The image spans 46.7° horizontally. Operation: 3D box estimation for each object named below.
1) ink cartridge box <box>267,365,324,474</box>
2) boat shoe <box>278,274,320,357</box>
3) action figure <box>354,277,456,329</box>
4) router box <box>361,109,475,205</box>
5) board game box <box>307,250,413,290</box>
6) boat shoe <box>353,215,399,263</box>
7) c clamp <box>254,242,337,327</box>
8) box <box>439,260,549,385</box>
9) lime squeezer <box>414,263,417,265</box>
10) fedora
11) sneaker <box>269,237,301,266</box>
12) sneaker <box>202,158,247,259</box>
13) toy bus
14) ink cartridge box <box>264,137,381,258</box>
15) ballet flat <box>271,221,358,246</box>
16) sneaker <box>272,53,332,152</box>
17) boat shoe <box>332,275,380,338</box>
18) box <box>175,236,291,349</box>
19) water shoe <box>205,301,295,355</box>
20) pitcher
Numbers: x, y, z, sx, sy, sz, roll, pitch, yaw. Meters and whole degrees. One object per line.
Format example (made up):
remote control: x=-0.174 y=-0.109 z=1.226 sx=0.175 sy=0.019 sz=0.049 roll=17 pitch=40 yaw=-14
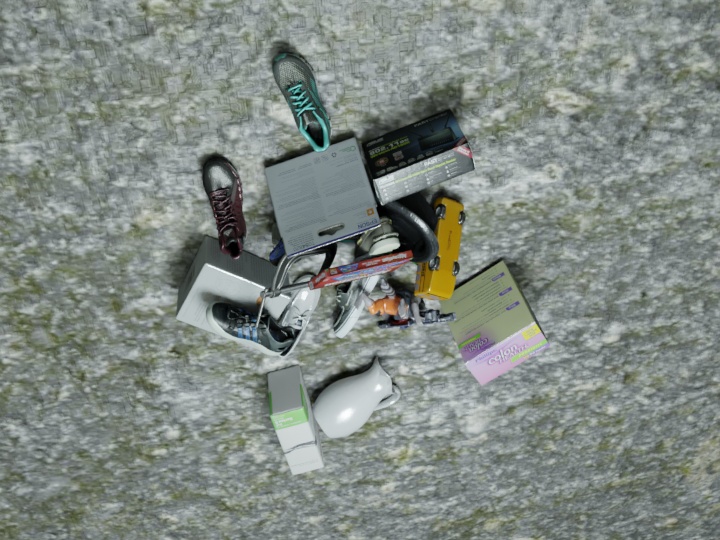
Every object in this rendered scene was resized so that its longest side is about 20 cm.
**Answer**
ink cartridge box: x=-0.151 y=0.350 z=1.946 sx=0.082 sy=0.147 sz=0.203 roll=-14 pitch=125 yaw=0
boat shoe: x=-0.142 y=0.104 z=1.829 sx=0.071 sy=0.069 sz=0.202 roll=22 pitch=117 yaw=-23
action figure: x=0.104 y=0.071 z=1.803 sx=0.196 sy=0.107 sz=0.193 roll=-7 pitch=174 yaw=25
router box: x=0.109 y=-0.221 z=1.608 sx=0.196 sy=0.151 sz=0.063 roll=-20 pitch=126 yaw=3
board game box: x=0.000 y=0.000 z=1.677 sx=0.196 sy=0.020 sz=0.103 roll=-13 pitch=171 yaw=-26
boat shoe: x=0.027 y=-0.057 z=1.669 sx=0.071 sy=0.202 sz=0.062 roll=-13 pitch=83 yaw=-17
c clamp: x=-0.126 y=0.013 z=1.667 sx=0.198 sy=0.027 sz=0.174 roll=-19 pitch=135 yaw=-47
box: x=0.291 y=0.113 z=1.830 sx=0.174 sy=0.202 sz=0.097 roll=-32 pitch=131 yaw=12
lime squeezer: x=0.134 y=-0.001 z=1.829 sx=0.198 sy=0.038 sz=0.071 roll=34 pitch=112 yaw=-29
fedora: x=0.087 y=-0.110 z=1.689 sx=0.198 sy=0.092 sz=0.202 roll=27 pitch=153 yaw=15
sneaker: x=-0.120 y=-0.092 z=1.664 sx=0.201 sy=0.078 sz=0.076 roll=-53 pitch=162 yaw=-18
sneaker: x=-0.259 y=-0.111 z=1.635 sx=0.074 sy=0.116 sz=0.203 roll=-13 pitch=125 yaw=-1
toy bus: x=0.165 y=-0.045 z=1.740 sx=0.064 sy=0.078 sz=0.205 roll=14 pitch=77 yaw=-29
ink cartridge box: x=-0.072 y=-0.136 z=1.611 sx=0.195 sy=0.204 sz=0.041 roll=-17 pitch=157 yaw=3
ballet flat: x=-0.086 y=-0.085 z=1.720 sx=0.195 sy=0.067 sz=0.065 roll=-5 pitch=95 yaw=-10
sneaker: x=-0.100 y=-0.307 z=1.548 sx=0.076 sy=0.092 sz=0.202 roll=-26 pitch=124 yaw=7
boat shoe: x=-0.022 y=0.050 z=1.825 sx=0.070 sy=0.072 sz=0.203 roll=23 pitch=107 yaw=-14
box: x=-0.266 y=0.049 z=1.747 sx=0.197 sy=0.107 sz=0.153 roll=23 pitch=117 yaw=-23
water shoe: x=-0.218 y=0.104 z=1.679 sx=0.198 sy=0.073 sz=0.078 roll=29 pitch=132 yaw=-36
pitcher: x=-0.003 y=0.316 z=1.979 sx=0.198 sy=0.122 sz=0.172 roll=-35 pitch=139 yaw=0
